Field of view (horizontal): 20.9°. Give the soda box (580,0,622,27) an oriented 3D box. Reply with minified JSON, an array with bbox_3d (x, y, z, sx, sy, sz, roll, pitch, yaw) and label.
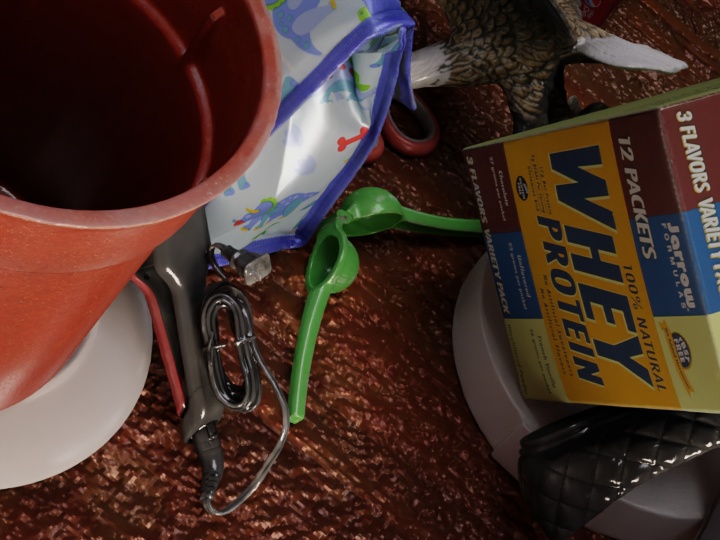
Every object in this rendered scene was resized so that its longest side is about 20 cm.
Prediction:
[{"bbox_3d":[0.178,-0.239,1.273,0.070,0.063,0.200,38,48,2],"label":"soda box"}]

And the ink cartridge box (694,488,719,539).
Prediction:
[{"bbox_3d":[0.288,0.161,0.973,0.199,0.083,0.146,18,16,-25],"label":"ink cartridge box"}]

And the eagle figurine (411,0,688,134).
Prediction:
[{"bbox_3d":[0.062,-0.143,1.048,0.151,0.152,0.201,-31,103,-29],"label":"eagle figurine"}]

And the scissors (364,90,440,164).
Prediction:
[{"bbox_3d":[-0.003,-0.145,1.136,0.073,0.014,0.201,1,58,-26],"label":"scissors"}]

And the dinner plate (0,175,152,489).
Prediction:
[{"bbox_3d":[-0.189,0.009,0.916,0.199,0.024,0.201,15,50,-19],"label":"dinner plate"}]

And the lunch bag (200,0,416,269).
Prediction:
[{"bbox_3d":[-0.063,-0.122,0.962,0.127,0.200,0.170,-18,66,-36],"label":"lunch bag"}]

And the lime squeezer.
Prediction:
[{"bbox_3d":[0.000,0.000,1.027,0.200,0.038,0.071,-42,114,-43],"label":"lime squeezer"}]

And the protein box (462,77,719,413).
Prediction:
[{"bbox_3d":[0.189,-0.025,0.931,0.198,0.200,0.136,-16,94,-21],"label":"protein box"}]

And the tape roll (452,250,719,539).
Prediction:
[{"bbox_3d":[0.145,0.052,1.060,0.202,0.037,0.204,15,51,-20],"label":"tape roll"}]

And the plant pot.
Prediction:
[{"bbox_3d":[-0.160,-0.047,0.824,0.200,0.195,0.202,14,51,-19],"label":"plant pot"}]

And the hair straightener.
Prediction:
[{"bbox_3d":[-0.076,0.014,0.901,0.041,0.077,0.201,-10,90,-44],"label":"hair straightener"}]

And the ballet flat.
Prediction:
[{"bbox_3d":[0.174,0.079,0.954,0.066,0.199,0.057,-41,112,-81],"label":"ballet flat"}]
